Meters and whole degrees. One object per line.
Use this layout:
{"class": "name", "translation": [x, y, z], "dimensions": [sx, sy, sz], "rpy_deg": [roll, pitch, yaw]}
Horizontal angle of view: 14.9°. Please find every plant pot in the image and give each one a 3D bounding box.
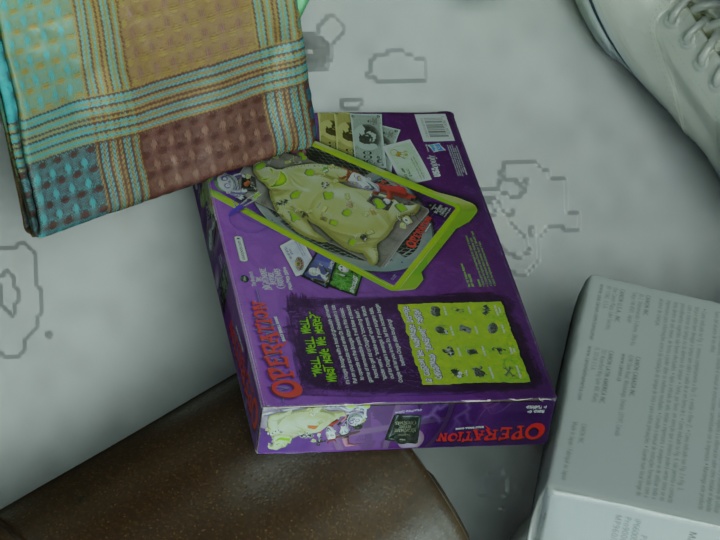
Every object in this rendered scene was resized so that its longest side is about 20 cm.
{"class": "plant pot", "translation": [-0.066, 0.144, 1.125], "dimensions": [0.198, 0.200, 0.201], "rpy_deg": [-36, 98, -17]}

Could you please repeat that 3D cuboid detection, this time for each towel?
{"class": "towel", "translation": [-0.091, -0.127, 1.109], "dimensions": [0.146, 0.022, 0.201], "rpy_deg": [-20, 111, -28]}

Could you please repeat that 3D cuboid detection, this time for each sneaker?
{"class": "sneaker", "translation": [0.164, -0.093, 1.222], "dimensions": [0.073, 0.071, 0.200], "rpy_deg": [-40, 99, -9]}

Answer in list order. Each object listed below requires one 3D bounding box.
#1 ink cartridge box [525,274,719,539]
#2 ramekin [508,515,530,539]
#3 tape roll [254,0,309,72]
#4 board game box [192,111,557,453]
{"class": "ink cartridge box", "translation": [0.174, 0.080, 1.113], "dimensions": [0.199, 0.163, 0.057], "rpy_deg": [15, 122, 2]}
{"class": "ramekin", "translation": [0.136, 0.191, 1.158], "dimensions": [0.201, 0.094, 0.203], "rpy_deg": [8, 122, 13]}
{"class": "tape roll", "translation": [-0.113, -0.159, 1.171], "dimensions": [0.199, 0.048, 0.202], "rpy_deg": [0, 92, -13]}
{"class": "board game box", "translation": [0.000, 0.000, 1.135], "dimensions": [0.119, 0.200, 0.032], "rpy_deg": [3, 127, -14]}
